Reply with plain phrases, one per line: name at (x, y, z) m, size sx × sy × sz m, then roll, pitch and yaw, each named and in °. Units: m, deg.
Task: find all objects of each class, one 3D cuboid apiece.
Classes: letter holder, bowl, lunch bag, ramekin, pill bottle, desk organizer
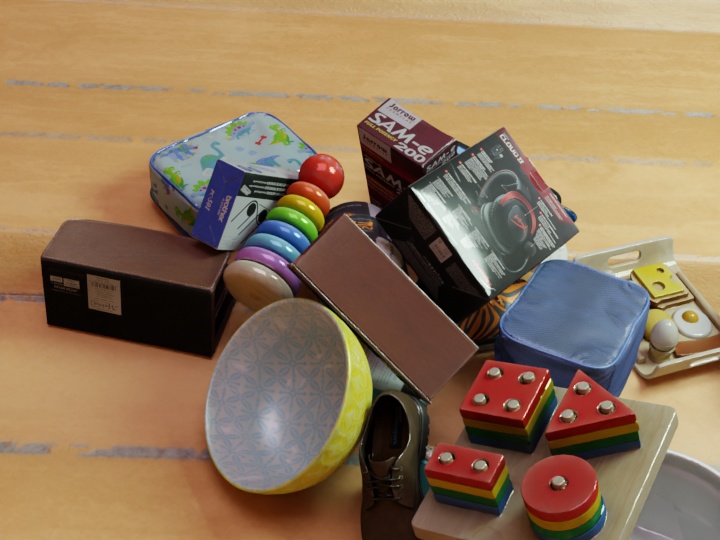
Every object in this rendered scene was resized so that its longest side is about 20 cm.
letter holder at (-0.244, -0.001, 1.529) m, size 0.199 × 0.101 × 0.143 m, roll 11°, pitch 40°, yaw 7°
bowl at (-0.055, 0.140, 1.366) m, size 0.107 × 0.200 × 0.200 m, roll 29°, pitch 20°, yaw -45°
lunch bag at (-0.158, -0.117, 1.679) m, size 0.199 × 0.083 × 0.161 m, roll -27°, pitch 51°, yaw -31°
ramekin at (0.274, 0.276, 1.265) m, size 0.199 × 0.105 × 0.201 m, roll 3°, pitch 42°, yaw -2°
lunch bag at (0.219, 0.099, 1.437) m, size 0.135 × 0.133 × 0.200 m, roll 21°, pitch 39°, yaw 20°
pill bottle at (0.000, 0.000, 1.500) m, size 0.105 × 0.107 × 0.200 m, roll 1°, pitch 20°, yaw -5°
desk organizer at (0.022, 0.038, 1.365) m, size 0.200 × 0.072 × 0.077 m, roll 45°, pitch 85°, yaw -4°

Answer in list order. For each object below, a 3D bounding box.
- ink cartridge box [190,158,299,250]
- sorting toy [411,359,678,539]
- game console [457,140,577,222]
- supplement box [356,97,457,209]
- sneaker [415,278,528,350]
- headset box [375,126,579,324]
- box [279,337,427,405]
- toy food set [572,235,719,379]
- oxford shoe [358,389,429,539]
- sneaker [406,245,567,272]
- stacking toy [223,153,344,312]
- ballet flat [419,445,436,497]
ink cartridge box at (-0.111, -0.072, 1.553) m, size 0.044 × 0.095 × 0.200 m, roll 26°, pitch 12°, yaw 26°
sorting toy at (0.169, 0.172, 1.247) m, size 0.198 × 0.070 × 0.200 m, roll 7°, pitch 45°, yaw 32°
game console at (0.172, -0.120, 1.651) m, size 0.199 × 0.119 × 0.171 m, roll 27°, pitch 42°, yaw -3°
supplement box at (0.063, -0.098, 1.585) m, size 0.109 × 0.201 × 0.061 m, roll 35°, pitch 64°, yaw 30°
sneaker at (0.129, 0.035, 1.514) m, size 0.199 × 0.113 × 0.078 m, roll -27°, pitch 51°, yaw -31°
headset box at (0.136, -0.055, 1.455) m, size 0.200 × 0.075 × 0.149 m, roll -35°, pitch 87°, yaw -40°
box at (-0.018, 0.107, 1.467) m, size 0.199 × 0.049 × 0.082 m, roll 16°, pitch 42°, yaw 12°
toy food set at (0.359, 0.038, 1.573) m, size 0.143 × 0.061 × 0.200 m, roll -13°, pitch 45°, yaw -18°
oxford shoe at (0.024, 0.213, 1.285) m, size 0.072 × 0.084 × 0.201 m, roll -8°, pitch 71°, yaw 18°
sneaker at (0.149, -0.027, 1.565) m, size 0.199 × 0.081 × 0.077 m, roll 8°, pitch 52°, yaw -22°
stacking toy at (-0.073, -0.049, 1.500) m, size 0.085 × 0.086 × 0.201 m, roll 20°, pitch 61°, yaw 17°
ballet flat at (0.115, 0.235, 1.328) m, size 0.200 × 0.076 × 0.064 m, roll 38°, pitch 19°, yaw 25°
